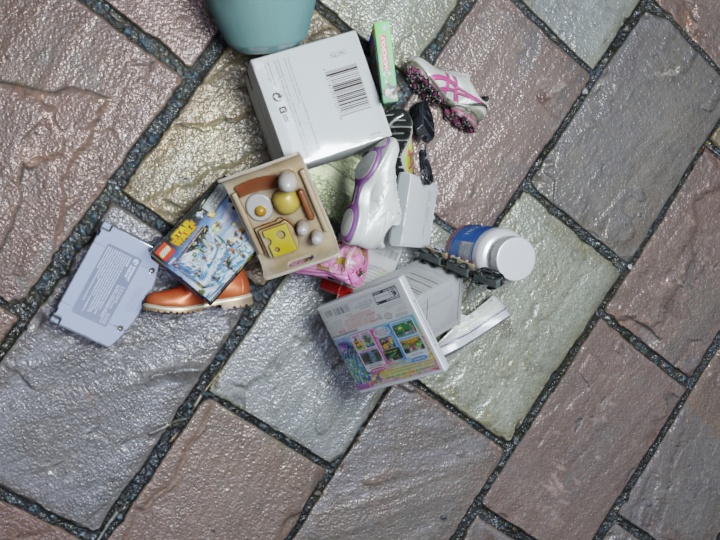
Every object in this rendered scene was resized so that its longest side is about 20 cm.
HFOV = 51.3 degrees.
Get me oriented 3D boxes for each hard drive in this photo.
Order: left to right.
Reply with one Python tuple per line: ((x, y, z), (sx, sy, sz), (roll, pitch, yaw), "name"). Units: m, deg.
((0.103, -0.110, 1.425), (0.027, 0.200, 0.132), (9, 94, 19), "hard drive")

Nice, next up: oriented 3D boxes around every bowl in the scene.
((-0.168, -0.441, 1.303), (0.200, 0.201, 0.105), (-13, 120, -17), "bowl")

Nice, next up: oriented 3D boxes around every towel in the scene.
((-0.074, -0.182, 1.429), (0.200, 0.036, 0.149), (30, 87, -19), "towel")

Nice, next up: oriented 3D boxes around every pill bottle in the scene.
((0.257, -0.031, 1.470), (0.112, 0.200, 0.112), (-2, 97, -19), "pill bottle")

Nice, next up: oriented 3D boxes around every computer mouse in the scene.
((0.117, -0.245, 1.440), (0.059, 0.034, 0.200), (47, 37, -46), "computer mouse")

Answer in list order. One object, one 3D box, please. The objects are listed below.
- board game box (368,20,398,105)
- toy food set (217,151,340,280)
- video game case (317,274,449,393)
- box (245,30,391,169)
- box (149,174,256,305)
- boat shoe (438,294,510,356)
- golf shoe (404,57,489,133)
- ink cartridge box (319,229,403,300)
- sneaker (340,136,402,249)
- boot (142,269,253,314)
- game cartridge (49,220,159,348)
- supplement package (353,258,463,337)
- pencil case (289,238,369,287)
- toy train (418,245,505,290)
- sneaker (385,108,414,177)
((0.041, -0.367, 1.361), (0.029, 0.200, 0.135), (-8, 99, 0), "board game box")
((-0.136, -0.090, 1.267), (0.143, 0.060, 0.200), (-19, 115, 7), "toy food set")
((0.036, 0.117, 1.327), (0.024, 0.200, 0.182), (-36, 102, -52), "video game case")
((-0.078, -0.292, 1.337), (0.200, 0.131, 0.199), (-20, 93, -12), "box")
((-0.255, -0.056, 1.337), (0.137, 0.040, 0.200), (39, 70, 3), "box")
((0.212, 0.117, 1.550), (0.200, 0.071, 0.070), (-32, 78, -9), "boat shoe")
((0.171, -0.361, 1.476), (0.200, 0.073, 0.092), (35, 78, -29), "golf shoe")
((0.000, 0.000, 1.442), (0.116, 0.067, 0.200), (22, 89, -38), "ink cartridge box")
((0.033, -0.132, 1.309), (0.099, 0.075, 0.200), (18, 93, -29), "sneaker")
((-0.300, 0.024, 1.361), (0.200, 0.075, 0.107), (-9, 96, -28), "boot")
((-0.443, 0.029, 1.331), (0.133, 0.040, 0.200), (29, 87, -16), "game cartridge")
((0.091, 0.069, 1.420), (0.200, 0.109, 0.114), (-24, 124, -42), "supplement package")
((-0.082, -0.021, 1.366), (0.200, 0.083, 0.087), (7, 82, 25), "pencil case")
((0.189, -0.009, 1.413), (0.046, 0.200, 0.034), (-20, 121, -39), "toy train")
((0.069, -0.216, 1.461), (0.078, 0.090, 0.200), (1, 77, 19), "sneaker")
